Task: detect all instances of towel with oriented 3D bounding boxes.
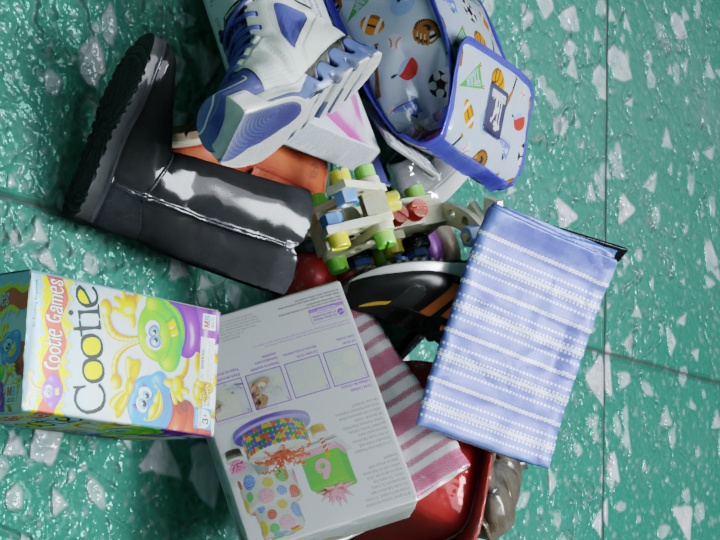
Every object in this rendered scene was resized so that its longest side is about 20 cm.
[{"bbox_3d":[-0.017,0.118,1.640,0.146,0.030,0.200,-28,74,-15],"label":"towel"},{"bbox_3d":[0.136,0.057,1.646,0.144,0.024,0.201,21,85,-30],"label":"towel"}]

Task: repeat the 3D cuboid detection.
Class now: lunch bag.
[{"bbox_3d":[0.075,-0.180,1.790,0.170,0.124,0.201,26,40,-57],"label":"lunch bag"}]

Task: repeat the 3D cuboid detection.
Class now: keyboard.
[{"bbox_3d":[0.033,-0.124,1.768,0.056,0.200,0.011,40,97,-17],"label":"keyboard"}]

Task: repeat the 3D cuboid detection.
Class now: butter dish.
[{"bbox_3d":[0.023,0.157,1.723,0.147,0.200,0.200,23,62,-23],"label":"butter dish"}]

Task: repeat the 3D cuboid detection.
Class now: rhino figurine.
[{"bbox_3d":[0.128,0.198,1.897,0.200,0.060,0.088,-56,128,-69],"label":"rhino figurine"}]

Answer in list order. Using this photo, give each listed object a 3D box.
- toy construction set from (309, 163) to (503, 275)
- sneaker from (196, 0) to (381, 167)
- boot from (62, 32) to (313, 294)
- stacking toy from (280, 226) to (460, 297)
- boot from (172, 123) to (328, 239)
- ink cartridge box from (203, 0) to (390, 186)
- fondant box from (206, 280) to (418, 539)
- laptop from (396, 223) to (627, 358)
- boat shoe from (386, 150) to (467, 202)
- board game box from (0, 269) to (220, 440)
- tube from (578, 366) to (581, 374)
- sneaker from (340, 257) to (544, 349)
[{"bbox_3d":[0.038,-0.044,1.690,0.199,0.131,0.093,5,66,-27],"label":"toy construction set"},{"bbox_3d":[-0.082,-0.163,1.543,0.115,0.081,0.199,43,40,11],"label":"sneaker"},{"bbox_3d":[-0.121,-0.082,1.563,0.199,0.066,0.165,21,100,-28],"label":"boot"},{"bbox_3d":[0.000,0.000,1.782,0.200,0.085,0.086,-14,96,-45],"label":"stacking toy"},{"bbox_3d":[-0.098,-0.075,1.665,0.200,0.075,0.108,6,89,-50],"label":"boot"},{"bbox_3d":[-0.050,-0.185,1.699,0.200,0.043,0.197,17,45,-49],"label":"ink cartridge box"},{"bbox_3d":[-0.054,0.125,1.587,0.144,0.058,0.201,-16,70,-13],"label":"fondant box"},{"bbox_3d":[0.131,0.044,1.835,0.103,0.177,0.200,41,43,6],"label":"laptop"},{"bbox_3d":[0.086,-0.136,1.919,0.200,0.072,0.069,-46,121,-35],"label":"boat shoe"},{"bbox_3d":[-0.212,0.069,1.464,0.200,0.105,0.104,15,74,-50],"label":"board game box"},{"bbox_3d":[0.193,0.099,2.034,0.200,0.050,0.078,-30,113,-60],"label":"tube"},{"bbox_3d":[0.078,0.041,1.660,0.199,0.070,0.090,1,75,-23],"label":"sneaker"}]
